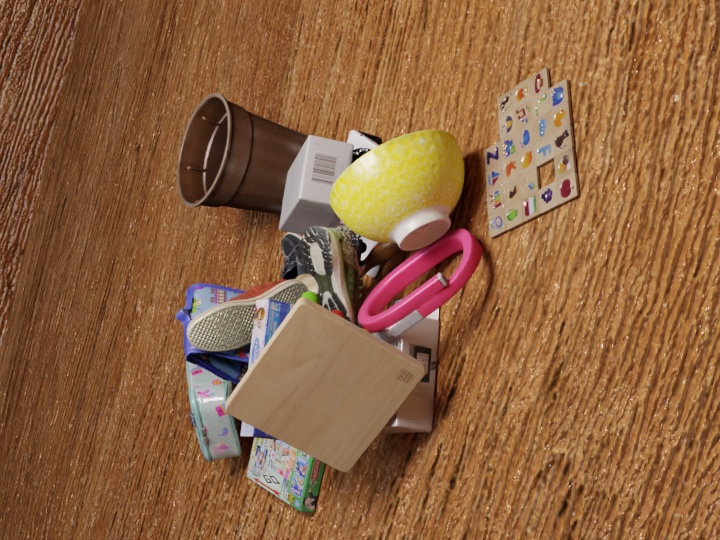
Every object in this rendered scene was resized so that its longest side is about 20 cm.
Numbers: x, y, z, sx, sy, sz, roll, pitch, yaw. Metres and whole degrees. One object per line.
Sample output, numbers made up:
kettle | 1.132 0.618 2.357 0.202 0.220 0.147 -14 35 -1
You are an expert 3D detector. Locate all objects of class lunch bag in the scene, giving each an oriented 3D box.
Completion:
lunch bag | -0.260 0.235 1.939 0.200 0.077 0.161 -107 10 -57
lunch bag | -0.189 0.099 1.686 0.094 0.200 0.151 -50 29 34

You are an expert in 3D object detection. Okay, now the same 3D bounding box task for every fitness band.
fitness band | 0.080 0.017 1.509 0.200 0.037 0.144 -36 20 20

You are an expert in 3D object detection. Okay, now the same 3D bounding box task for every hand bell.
hand bell | 0.000 0.000 1.679 0.200 0.104 0.104 -37 49 30

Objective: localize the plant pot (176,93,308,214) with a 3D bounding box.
plant pot | -0.191 -0.190 1.932 0.200 0.198 0.201 -25 59 52

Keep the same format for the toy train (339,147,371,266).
toy train | -0.011 -0.085 1.639 0.046 0.034 0.201 3 85 29

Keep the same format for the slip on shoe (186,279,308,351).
slip on shoe | -0.171 0.065 1.634 0.061 0.200 0.074 17 127 54

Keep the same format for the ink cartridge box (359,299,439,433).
ink cartridge box | 0.050 0.129 1.569 0.116 0.067 0.201 -14 67 54

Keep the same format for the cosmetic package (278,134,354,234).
cosmetic package | -0.070 -0.124 1.672 0.200 0.071 0.102 142 138 -73

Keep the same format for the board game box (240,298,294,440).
board game box | -0.073 0.157 1.627 0.041 0.199 0.201 -9 73 54

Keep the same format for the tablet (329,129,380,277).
tablet | 0.004 -0.102 1.694 0.130 0.014 0.200 36 124 30

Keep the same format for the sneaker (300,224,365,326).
sneaker | -0.018 0.023 1.577 0.077 0.088 0.201 7 114 46

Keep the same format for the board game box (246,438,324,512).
board game box | -0.121 0.304 1.811 0.200 0.029 0.135 12 91 58

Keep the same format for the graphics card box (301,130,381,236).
graphics card box | -0.030 -0.119 1.794 0.200 0.051 0.126 -45 45 41

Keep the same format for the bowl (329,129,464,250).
bowl | 0.068 -0.093 1.525 0.200 0.200 0.108 -45 63 41

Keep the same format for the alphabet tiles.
alphabet tiles | 0.222 -0.161 1.459 0.167 0.008 0.201 -28 56 51

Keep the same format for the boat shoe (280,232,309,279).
boat shoe | -0.105 0.006 1.846 0.200 0.062 0.075 -115 26 -43

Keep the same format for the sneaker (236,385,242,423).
sneaker | -0.173 0.170 1.897 0.200 0.074 0.080 -61 34 24

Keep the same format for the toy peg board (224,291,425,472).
toy peg board | -0.049 0.139 1.500 0.200 0.199 0.098 -54 18 22
